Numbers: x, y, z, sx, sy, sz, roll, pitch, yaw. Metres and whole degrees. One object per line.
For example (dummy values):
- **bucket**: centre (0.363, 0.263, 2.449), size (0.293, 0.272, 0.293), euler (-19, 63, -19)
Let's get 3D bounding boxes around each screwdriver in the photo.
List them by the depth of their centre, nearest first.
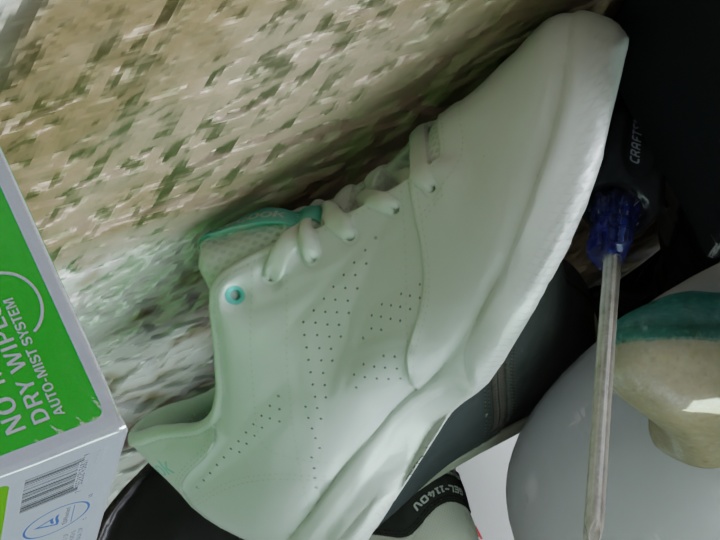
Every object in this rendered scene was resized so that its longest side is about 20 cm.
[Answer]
- **screwdriver**: centre (0.066, 0.005, 0.777), size (0.028, 0.029, 0.200), euler (-30, -156, 28)

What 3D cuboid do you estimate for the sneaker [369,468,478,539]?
- **sneaker**: centre (-0.027, 0.112, 1.041), size (0.075, 0.088, 0.200), euler (-16, 161, -35)

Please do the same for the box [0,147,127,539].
- **box**: centre (-0.163, 0.068, 0.711), size (0.176, 0.097, 0.200), euler (-20, 161, -18)

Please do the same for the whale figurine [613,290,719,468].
- **whale figurine**: centre (0.169, 0.005, 0.797), size (0.199, 0.104, 0.159), euler (-9, 154, 22)

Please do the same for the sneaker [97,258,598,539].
- **sneaker**: centre (-0.017, 0.045, 0.913), size (0.200, 0.075, 0.106), euler (-36, 158, -3)

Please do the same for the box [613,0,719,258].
- **box**: centre (0.181, -0.094, 0.780), size (0.199, 0.079, 0.141), euler (-22, 160, -19)

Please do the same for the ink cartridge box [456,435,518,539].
- **ink cartridge box**: centre (0.077, 0.150, 1.196), size (0.199, 0.148, 0.145), euler (-11, 157, -40)

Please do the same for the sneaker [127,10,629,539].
- **sneaker**: centre (0.000, 0.000, 0.811), size (0.200, 0.088, 0.075), euler (-57, -174, 26)

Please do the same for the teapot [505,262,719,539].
- **teapot**: centre (0.149, 0.092, 0.931), size (0.197, 0.146, 0.200), euler (-14, 150, -23)

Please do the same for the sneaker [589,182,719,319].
- **sneaker**: centre (0.134, 0.012, 1.016), size (0.079, 0.076, 0.200), euler (-21, 162, -25)
